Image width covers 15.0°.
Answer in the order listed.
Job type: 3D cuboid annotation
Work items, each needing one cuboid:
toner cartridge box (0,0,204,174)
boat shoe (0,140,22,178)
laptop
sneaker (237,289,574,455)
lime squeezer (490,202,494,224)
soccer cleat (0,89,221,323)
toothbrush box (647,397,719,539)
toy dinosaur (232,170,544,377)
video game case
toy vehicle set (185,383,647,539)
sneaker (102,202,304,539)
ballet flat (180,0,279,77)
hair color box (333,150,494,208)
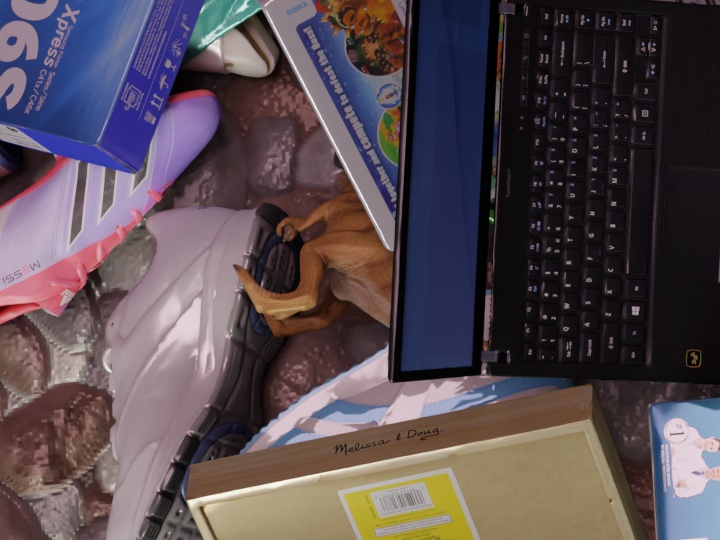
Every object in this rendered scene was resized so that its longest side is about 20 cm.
[{"bbox_3d":[-0.124,-0.156,1.380,0.095,0.043,0.201,14,79,30],"label":"toner cartridge box"},{"bbox_3d":[-0.252,-0.128,1.460,0.072,0.072,0.200,-27,72,10],"label":"boat shoe"},{"bbox_3d":[0.098,-0.038,1.200,0.199,0.103,0.178,3,91,-15],"label":"laptop"},{"bbox_3d":[0.012,0.092,1.333,0.200,0.077,0.081,-34,72,8],"label":"sneaker"},{"bbox_3d":[0.035,-0.065,1.317,0.071,0.038,0.200,-39,92,3],"label":"lime squeezer"},{"bbox_3d":[-0.148,-0.022,1.412,0.200,0.067,0.077,-31,77,10],"label":"soccer cleat"},{"bbox_3d":[0.240,0.102,1.228,0.199,0.146,0.086,-6,76,13],"label":"toothbrush box"},{"bbox_3d":[0.000,0.000,1.313,0.106,0.060,0.200,-28,38,1],"label":"toy dinosaur"},{"bbox_3d":[0.071,-0.113,1.259,0.200,0.143,0.018,-28,28,0],"label":"video game case"},{"bbox_3d":[0.031,0.127,1.298,0.199,0.125,0.027,-12,35,13],"label":"toy vehicle set"},{"bbox_3d":[-0.092,0.060,1.382,0.087,0.074,0.201,9,73,30],"label":"sneaker"},{"bbox_3d":[-0.049,-0.140,1.404,0.200,0.067,0.070,-31,100,23],"label":"ballet flat"},{"bbox_3d":[0.054,-0.134,1.325,0.099,0.061,0.201,19,120,19],"label":"hair color box"}]
